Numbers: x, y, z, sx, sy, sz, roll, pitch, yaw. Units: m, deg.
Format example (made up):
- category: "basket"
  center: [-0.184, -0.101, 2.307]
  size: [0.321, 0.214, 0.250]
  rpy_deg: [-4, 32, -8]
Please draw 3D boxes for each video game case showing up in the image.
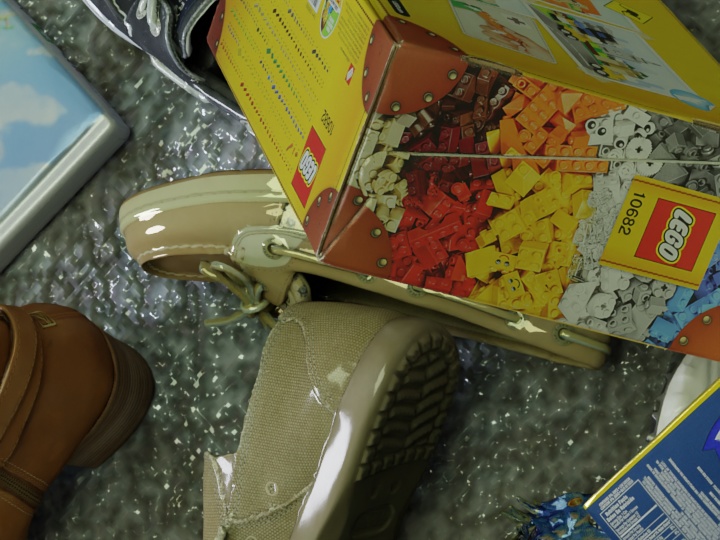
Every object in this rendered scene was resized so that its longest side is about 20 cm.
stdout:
- category: "video game case"
  center: [-0.221, -0.050, 1.183]
  size: [0.200, 0.022, 0.182]
  rpy_deg: [-45, 70, 8]

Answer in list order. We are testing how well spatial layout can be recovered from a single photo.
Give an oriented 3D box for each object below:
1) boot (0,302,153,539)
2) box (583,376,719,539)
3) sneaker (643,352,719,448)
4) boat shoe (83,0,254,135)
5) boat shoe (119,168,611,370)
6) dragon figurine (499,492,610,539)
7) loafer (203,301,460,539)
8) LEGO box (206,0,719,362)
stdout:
- category: "boot"
  center: [-0.169, 0.095, 1.070]
  size: [0.200, 0.155, 0.077]
  rpy_deg: [-47, 70, 8]
- category: "box"
  center: [0.163, 0.031, 0.896]
  size: [0.064, 0.070, 0.200]
  rpy_deg: [48, 127, 7]
- category: "sneaker"
  center: [0.134, 0.128, 1.002]
  size: [0.079, 0.074, 0.200]
  rpy_deg: [8, 84, 15]
- category: "boat shoe"
  center: [-0.055, -0.100, 1.106]
  size: [0.200, 0.068, 0.072]
  rpy_deg: [43, 97, 20]
- category: "boat shoe"
  center: [0.000, 0.000, 1.068]
  size: [0.200, 0.073, 0.063]
  rpy_deg: [3, 80, 20]
- category: "dragon figurine"
  center: [0.027, 0.157, 1.038]
  size: [0.200, 0.059, 0.099]
  rpy_deg: [-32, 71, 6]
- category: "loafer"
  center: [-0.026, 0.098, 1.057]
  size: [0.067, 0.076, 0.200]
  rpy_deg: [33, 105, 32]
- category: "LEGO box"
  center: [0.043, -0.059, 0.960]
  size: [0.149, 0.200, 0.077]
  rpy_deg: [14, 110, -19]
